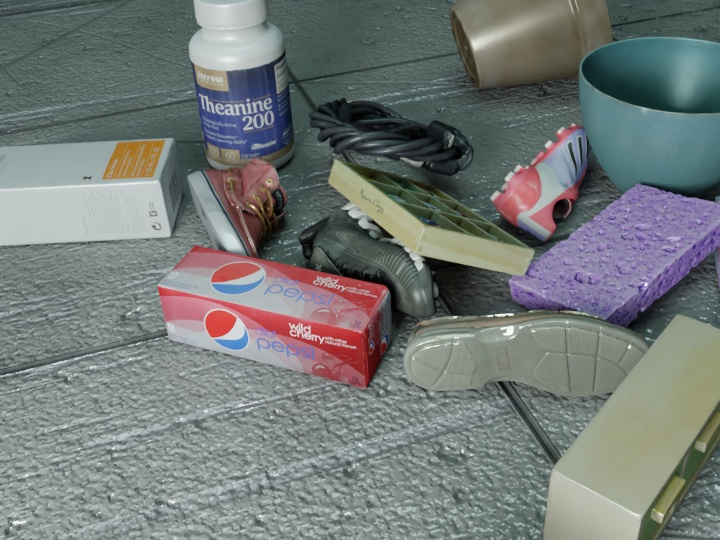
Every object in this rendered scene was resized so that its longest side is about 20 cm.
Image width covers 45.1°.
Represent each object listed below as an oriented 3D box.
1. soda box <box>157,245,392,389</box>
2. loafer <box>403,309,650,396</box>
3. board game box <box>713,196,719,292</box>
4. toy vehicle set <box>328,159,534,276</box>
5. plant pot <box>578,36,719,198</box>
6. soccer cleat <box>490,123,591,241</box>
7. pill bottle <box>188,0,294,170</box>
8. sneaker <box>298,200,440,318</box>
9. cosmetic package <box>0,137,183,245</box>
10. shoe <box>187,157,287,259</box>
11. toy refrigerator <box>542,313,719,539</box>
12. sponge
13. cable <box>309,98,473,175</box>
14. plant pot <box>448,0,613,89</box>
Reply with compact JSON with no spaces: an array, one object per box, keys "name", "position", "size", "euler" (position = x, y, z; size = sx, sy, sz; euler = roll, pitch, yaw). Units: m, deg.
[{"name":"soda box","position":[-0.074,0.038,0.762],"size":[0.198,0.064,0.070],"euler":[11,37,19]},{"name":"loafer","position":[0.135,0.059,0.717],"size":[0.197,0.073,0.063],"euler":[-1,28,8]},{"name":"board game box","position":[0.431,0.006,0.787],"size":[0.198,0.042,0.200],"euler":[6,37,13]},{"name":"toy vehicle set","position":[0.062,-0.054,0.842],"size":[0.123,0.027,0.200],"euler":[11,18,-30]},{"name":"plant pot","position":[0.329,-0.150,0.931],"size":[0.198,0.136,0.201],"euler":[-2,35,1]},{"name":"soccer cleat","position":[0.213,-0.097,0.943],"size":[0.076,0.067,0.200],"euler":[45,44,8]},{"name":"pill bottle","position":[-0.139,-0.223,1.011],"size":[0.110,0.202,0.111],"euler":[-2,35,2]},{"name":"sneaker","position":[0.000,0.000,0.809],"size":[0.090,0.067,0.200],"euler":[-21,33,-17]},{"name":"cosmetic package","position":[-0.302,-0.087,0.945],"size":[0.197,0.072,0.102],"euler":[-4,36,0]},{"name":"shoe","position":[-0.114,-0.059,0.891],"size":[0.090,0.072,0.200],"euler":[-19,34,-12]},{"name":"toy refrigerator","position":[0.211,0.121,0.614],"size":[0.070,0.077,0.199],"euler":[24,43,33]},{"name":"sponge","position":[0.246,-0.015,0.809],"size":[0.199,0.030,0.111],"euler":[-34,36,-25]},{"name":"cable","position":[0.021,-0.150,0.975],"size":[0.162,0.051,0.200],"euler":[-4,25,-31]},{"name":"plant pot","position":[0.219,-0.333,1.173],"size":[0.172,0.201,0.201],"euler":[-21,36,3]}]
